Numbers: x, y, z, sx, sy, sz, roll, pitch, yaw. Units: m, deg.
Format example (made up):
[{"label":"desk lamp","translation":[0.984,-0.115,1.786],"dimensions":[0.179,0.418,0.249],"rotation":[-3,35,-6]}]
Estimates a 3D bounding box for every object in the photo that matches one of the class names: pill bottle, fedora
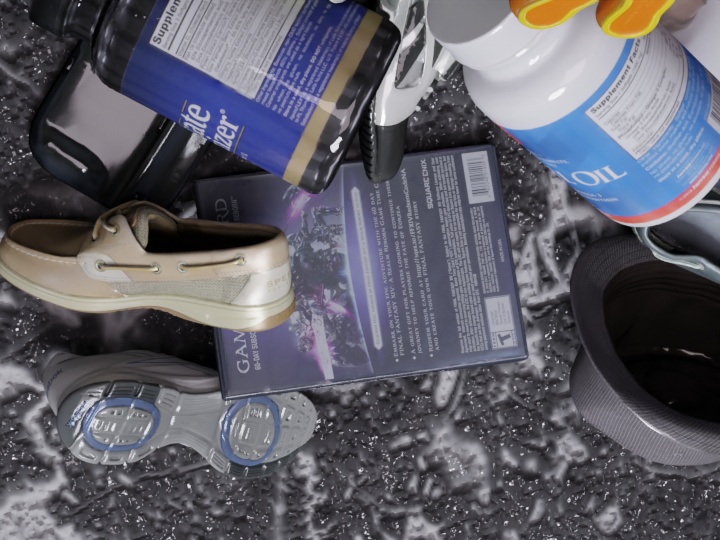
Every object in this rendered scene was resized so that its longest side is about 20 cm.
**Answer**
[{"label":"pill bottle","translation":[-0.085,-0.137,1.164],"dimensions":[0.199,0.112,0.112],"rotation":[27,107,-1]},{"label":"pill bottle","translation":[0.131,-0.119,1.210],"dimensions":[0.112,0.112,0.200],"rotation":[-46,128,10]},{"label":"fedora","translation":[0.210,0.067,1.342],"dimensions":[0.199,0.178,0.090],"rotation":[0,144,-27]}]

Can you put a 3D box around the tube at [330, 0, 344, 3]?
[{"label":"tube","translation":[-0.072,-0.232,1.143],"dimensions":[0.200,0.052,0.058],"rotation":[42,108,11]}]

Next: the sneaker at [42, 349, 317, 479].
[{"label":"sneaker","translation":[-0.117,0.083,1.319],"dimensions":[0.199,0.087,0.075],"rotation":[13,109,-35]}]

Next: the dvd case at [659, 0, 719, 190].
[{"label":"dvd case","translation":[0.226,-0.152,1.310],"dimensions":[0.142,0.018,0.201],"rotation":[27,106,-21]}]

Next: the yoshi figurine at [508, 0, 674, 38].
[{"label":"yoshi figurine","translation":[0.107,-0.224,1.122],"dimensions":[0.111,0.201,0.112],"rotation":[-13,159,12]}]

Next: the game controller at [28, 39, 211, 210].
[{"label":"game controller","translation":[-0.122,-0.129,1.249],"dimensions":[0.104,0.042,0.201],"rotation":[32,104,-7]}]

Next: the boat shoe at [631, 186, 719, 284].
[{"label":"boat shoe","translation":[0.269,-0.004,1.307],"dimensions":[0.199,0.062,0.073],"rotation":[23,111,2]}]

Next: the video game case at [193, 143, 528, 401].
[{"label":"video game case","translation":[0.000,0.000,1.292],"dimensions":[0.199,0.019,0.144],"rotation":[-7,80,-7]}]

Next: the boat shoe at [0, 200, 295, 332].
[{"label":"boat shoe","translation":[-0.135,-0.013,1.241],"dimensions":[0.199,0.072,0.065],"rotation":[10,122,19]}]

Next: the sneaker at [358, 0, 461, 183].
[{"label":"sneaker","translation":[0.044,-0.146,1.247],"dimensions":[0.088,0.074,0.201],"rotation":[4,113,-10]}]
